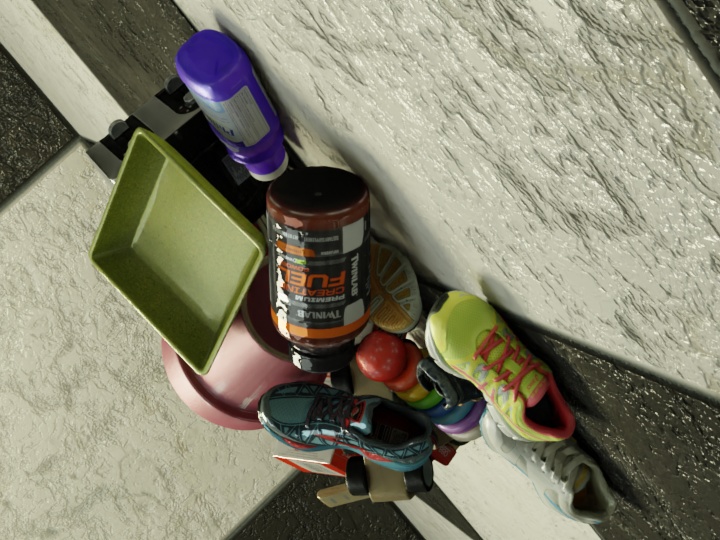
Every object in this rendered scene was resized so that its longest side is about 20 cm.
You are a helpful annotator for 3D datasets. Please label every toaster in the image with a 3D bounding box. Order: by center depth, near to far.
[{"bbox_3d":[-0.188,-0.116,1.774,0.119,0.181,0.201,41,168,47],"label":"toaster"}]

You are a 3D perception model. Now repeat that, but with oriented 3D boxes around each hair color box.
[{"bbox_3d":[-0.023,0.147,1.893,0.064,0.202,0.110,30,160,-38],"label":"hair color box"}]

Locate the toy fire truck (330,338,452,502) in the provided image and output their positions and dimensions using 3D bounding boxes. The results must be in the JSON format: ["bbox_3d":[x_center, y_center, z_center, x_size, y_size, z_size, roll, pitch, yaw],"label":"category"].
[{"bbox_3d":[0.063,0.162,1.831,0.200,0.127,0.178,-28,-70,-70],"label":"toy fire truck"}]

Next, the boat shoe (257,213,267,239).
[{"bbox_3d":[-0.098,-0.070,1.918,0.201,0.062,0.075,60,-178,25],"label":"boat shoe"}]

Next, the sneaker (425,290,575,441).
[{"bbox_3d":[0.142,0.093,1.483,0.200,0.078,0.090,46,164,-28],"label":"sneaker"}]

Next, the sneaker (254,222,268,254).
[{"bbox_3d":[-0.195,-0.065,1.898,0.107,0.067,0.202,-20,118,41],"label":"sneaker"}]

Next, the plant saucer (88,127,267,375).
[{"bbox_3d":[-0.185,-0.024,1.648,0.200,0.048,0.200,44,131,17],"label":"plant saucer"}]

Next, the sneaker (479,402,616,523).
[{"bbox_3d":[0.200,0.192,1.626,0.200,0.077,0.081,46,164,-33],"label":"sneaker"}]

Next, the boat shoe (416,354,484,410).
[{"bbox_3d":[0.108,0.109,1.611,0.071,0.091,0.201,42,170,26],"label":"boat shoe"}]

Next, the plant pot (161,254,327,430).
[{"bbox_3d":[-0.108,0.066,1.767,0.200,0.200,0.179,47,149,-2],"label":"plant pot"}]

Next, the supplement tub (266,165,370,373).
[{"bbox_3d":[-0.041,0.003,1.577,0.107,0.106,0.202,38,138,46],"label":"supplement tub"}]

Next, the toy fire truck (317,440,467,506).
[{"bbox_3d":[0.020,0.220,1.997,0.176,0.201,0.128,42,169,-34],"label":"toy fire truck"}]

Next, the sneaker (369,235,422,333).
[{"bbox_3d":[0.024,0.012,1.692,0.088,0.076,0.200,46,-177,-41],"label":"sneaker"}]

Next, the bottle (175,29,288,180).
[{"bbox_3d":[-0.127,-0.166,1.624,0.083,0.065,0.200,40,168,31],"label":"bottle"}]

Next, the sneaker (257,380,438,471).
[{"bbox_3d":[-0.011,0.154,1.667,0.198,0.080,0.096,12,156,-6],"label":"sneaker"}]

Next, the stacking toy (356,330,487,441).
[{"bbox_3d":[0.070,0.116,1.682,0.199,0.086,0.085,33,-177,-45],"label":"stacking toy"}]
